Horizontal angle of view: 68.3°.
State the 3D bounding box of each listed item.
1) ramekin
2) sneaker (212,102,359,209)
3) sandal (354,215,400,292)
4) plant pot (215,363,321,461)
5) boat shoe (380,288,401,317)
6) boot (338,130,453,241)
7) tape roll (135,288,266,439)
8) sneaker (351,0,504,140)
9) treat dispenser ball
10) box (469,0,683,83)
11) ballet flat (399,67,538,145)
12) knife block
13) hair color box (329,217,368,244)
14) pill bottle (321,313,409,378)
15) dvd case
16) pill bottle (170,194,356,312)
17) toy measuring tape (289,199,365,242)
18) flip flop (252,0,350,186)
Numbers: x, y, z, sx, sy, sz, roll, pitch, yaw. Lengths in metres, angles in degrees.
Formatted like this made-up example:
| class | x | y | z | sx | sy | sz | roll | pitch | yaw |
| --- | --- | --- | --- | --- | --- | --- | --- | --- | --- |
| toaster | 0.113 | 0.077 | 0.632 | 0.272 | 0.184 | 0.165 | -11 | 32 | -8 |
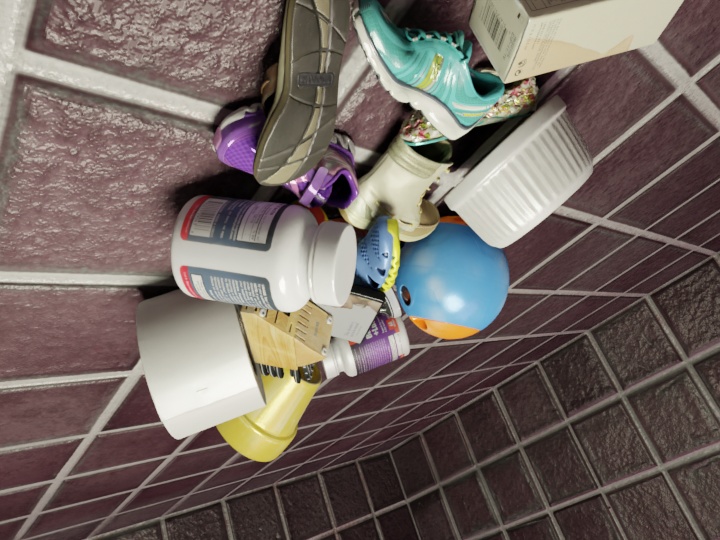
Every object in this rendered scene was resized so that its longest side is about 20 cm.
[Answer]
| class | x | y | z | sx | sy | sz | roll | pitch | yaw |
| --- | --- | --- | --- | --- | --- | --- | --- | --- | --- |
| ramekin | 0.218 | -0.123 | 0.721 | 0.199 | 0.106 | 0.200 | -40 | 178 | -2 |
| sneaker | -0.070 | -0.117 | 0.596 | 0.196 | 0.091 | 0.080 | 6 | 145 | -45 |
| sandal | 0.000 | 0.000 | 0.751 | 0.084 | 0.082 | 0.203 | 13 | 139 | -12 |
| plant pot | -0.185 | 0.253 | 1.112 | 0.190 | 0.202 | 0.199 | -47 | 149 | 14 |
| boat shoe | 0.030 | 0.045 | 1.015 | 0.066 | 0.076 | 0.200 | -25 | 154 | 3 |
| boot | 0.080 | -0.118 | 0.746 | 0.195 | 0.074 | 0.154 | 5 | 143 | -43 |
| tape roll | -0.231 | 0.124 | 0.787 | 0.134 | 0.209 | 0.205 | -16 | 155 | -10 |
| sneaker | 0.068 | -0.209 | 0.521 | 0.196 | 0.080 | 0.078 | 20 | 144 | -41 |
| treat dispenser ball | 0.155 | 0.012 | 0.909 | 0.194 | 0.206 | 0.203 | -18 | 155 | -9 |
| box | 0.221 | -0.273 | 0.542 | 0.193 | 0.098 | 0.078 | -16 | 156 | -12 |
| ballet flat | 0.131 | -0.207 | 0.643 | 0.194 | 0.076 | 0.066 | -20 | 125 | -19 |
| knife block | -0.131 | 0.096 | 0.775 | 0.172 | 0.066 | 0.198 | -21 | 135 | 38 |
| hair color box | -0.068 | -0.018 | 0.820 | 0.193 | 0.066 | 0.112 | -12 | 153 | -22 |
| pill bottle | 0.004 | 0.166 | 1.185 | 0.193 | 0.114 | 0.112 | -19 | 156 | -10 |
| dvd case | -0.072 | 0.046 | 0.762 | 0.192 | 0.018 | 0.144 | 16 | 147 | -6 |
| pill bottle | -0.107 | -0.017 | 0.618 | 0.192 | 0.124 | 0.120 | 8 | 160 | 15 |
| toy measuring tape | -0.048 | -0.065 | 0.743 | 0.194 | 0.075 | 0.074 | -11 | 154 | -36 |
| flip flop | -0.063 | -0.177 | 0.504 | 0.079 | 0.057 | 0.206 | -12 | 130 | -38 |
